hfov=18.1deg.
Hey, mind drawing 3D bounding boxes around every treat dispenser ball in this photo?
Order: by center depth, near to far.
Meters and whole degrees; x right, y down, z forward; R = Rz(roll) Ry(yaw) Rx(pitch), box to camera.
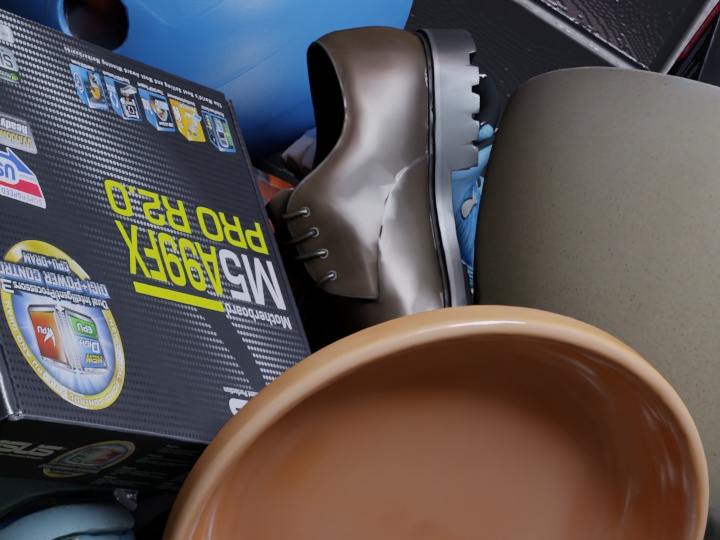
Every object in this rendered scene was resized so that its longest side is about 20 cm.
[{"bbox_3d":[-0.073,-0.147,1.026,0.200,0.201,0.201,16,43,-16],"label":"treat dispenser ball"}]

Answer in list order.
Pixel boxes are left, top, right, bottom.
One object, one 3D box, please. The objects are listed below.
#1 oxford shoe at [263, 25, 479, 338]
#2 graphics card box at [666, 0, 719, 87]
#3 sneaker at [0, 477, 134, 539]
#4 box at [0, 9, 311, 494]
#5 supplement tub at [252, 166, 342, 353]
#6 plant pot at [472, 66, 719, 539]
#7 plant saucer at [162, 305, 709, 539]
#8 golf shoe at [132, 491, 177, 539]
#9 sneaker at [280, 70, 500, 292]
[{"bbox_3d":[0.000,0.000,0.899,0.084,0.073,0.200,3,75,-16],"label":"oxford shoe"},{"bbox_3d":[0.154,-0.036,1.104,0.051,0.126,0.200,30,40,-2],"label":"graphics card box"},{"bbox_3d":[-0.139,0.055,0.794,0.200,0.079,0.131,51,9,-49],"label":"sneaker"},{"bbox_3d":[-0.094,-0.004,0.792,0.200,0.044,0.161,16,50,-58],"label":"box"},{"bbox_3d":[-0.089,-0.006,0.947,0.200,0.107,0.107,24,42,-10],"label":"supplement tub"},{"bbox_3d":[0.124,0.029,0.888,0.200,0.200,0.135,26,74,-4],"label":"plant pot"},{"bbox_3d":[0.024,0.092,0.795,0.200,0.200,0.037,8,29,-24],"label":"plant saucer"},{"bbox_3d":[-0.008,0.149,0.884,0.200,0.078,0.095,30,62,-1],"label":"golf shoe"},{"bbox_3d":[0.040,-0.046,1.031,0.078,0.090,0.200,45,6,15],"label":"sneaker"}]
